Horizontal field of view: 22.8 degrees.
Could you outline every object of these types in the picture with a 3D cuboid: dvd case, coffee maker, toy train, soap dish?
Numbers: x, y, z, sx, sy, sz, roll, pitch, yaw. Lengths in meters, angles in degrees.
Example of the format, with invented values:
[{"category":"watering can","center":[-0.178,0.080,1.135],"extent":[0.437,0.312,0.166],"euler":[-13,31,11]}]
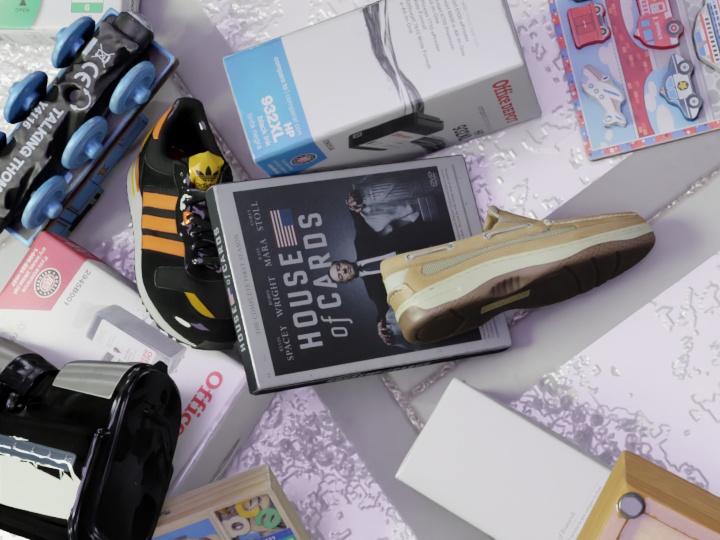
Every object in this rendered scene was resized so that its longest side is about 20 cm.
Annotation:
[{"category":"dvd case","center":[0.000,0.000,1.275],"extent":[0.200,0.025,0.151],"euler":[-9,77,-24]},{"category":"coffee maker","center":[-0.237,0.137,1.205],"extent":[0.200,0.135,0.192],"euler":[13,101,23]},{"category":"toy train","center":[-0.217,-0.105,1.338],"extent":[0.087,0.114,0.200],"euler":[37,89,9]},{"category":"soap dish","center":[0.187,0.235,1.112],"extent":[0.157,0.081,0.200],"euler":[27,89,15]}]

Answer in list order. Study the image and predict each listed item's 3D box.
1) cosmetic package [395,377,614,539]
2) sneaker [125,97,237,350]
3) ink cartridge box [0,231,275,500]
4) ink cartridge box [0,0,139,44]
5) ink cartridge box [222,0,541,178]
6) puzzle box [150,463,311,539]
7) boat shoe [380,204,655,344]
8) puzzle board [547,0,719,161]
[{"category":"cosmetic package","center":[0.135,0.160,1.230],"extent":[0.200,0.108,0.085],"euler":[29,89,15]},{"category":"sneaker","center":[-0.122,-0.037,1.284],"extent":[0.070,0.090,0.200],"euler":[3,48,-25]},{"category":"ink cartridge box","center":[-0.184,0.086,1.315],"extent":[0.200,0.085,0.146],"euler":[33,88,12]},{"category":"ink cartridge box","center":[-0.251,-0.278,1.410],"extent":[0.161,0.050,0.200],"euler":[2,83,11]},{"category":"ink cartridge box","center":[0.020,-0.132,1.282],"extent":[0.200,0.145,0.084],"euler":[-19,77,7]},{"category":"puzzle box","center":[-0.131,0.221,1.265],"extent":[0.200,0.133,0.025],"euler":[-21,37,7]},{"category":"boat shoe","center":[0.110,-0.015,1.266],"extent":[0.200,0.072,0.076],"euler":[-16,64,-18]},{"category":"puzzle board","center":[0.218,-0.194,1.323],"extent":[0.151,0.017,0.200],"euler":[-14,78,8]}]
